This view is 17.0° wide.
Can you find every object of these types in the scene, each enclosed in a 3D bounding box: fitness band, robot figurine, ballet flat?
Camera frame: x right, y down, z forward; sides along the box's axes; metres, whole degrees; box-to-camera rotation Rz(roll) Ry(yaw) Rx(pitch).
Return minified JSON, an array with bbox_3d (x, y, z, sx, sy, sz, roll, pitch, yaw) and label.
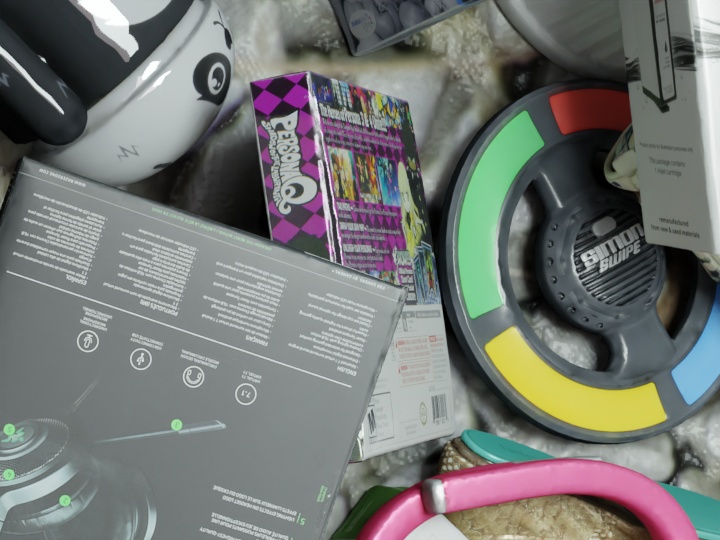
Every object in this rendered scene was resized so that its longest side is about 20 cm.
[{"bbox_3d":[0.085,0.169,1.222,0.199,0.037,0.145,-5,87,-23],"label":"fitness band"},{"bbox_3d":[-0.148,-0.133,1.163,0.200,0.125,0.150,49,66,-19],"label":"robot figurine"},{"bbox_3d":[0.124,0.140,1.303,0.199,0.071,0.066,18,105,-18],"label":"ballet flat"}]

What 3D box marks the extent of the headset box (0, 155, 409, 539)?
[{"bbox_3d":[-0.096,0.072,1.036,0.173,0.093,0.201,18,89,-9],"label":"headset box"}]

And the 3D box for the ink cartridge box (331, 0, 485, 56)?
[{"bbox_3d":[0.016,-0.224,1.211,0.043,0.198,0.201,-23,93,-27],"label":"ink cartridge box"}]

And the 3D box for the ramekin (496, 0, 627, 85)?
[{"bbox_3d":[0.167,-0.205,1.330,0.201,0.094,0.204,3,84,-24],"label":"ramekin"}]

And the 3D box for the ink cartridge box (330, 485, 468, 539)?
[{"bbox_3d":[0.053,0.216,1.256,0.200,0.059,0.104,44,70,-14],"label":"ink cartridge box"}]

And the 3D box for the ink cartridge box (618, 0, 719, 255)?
[{"bbox_3d":[0.211,-0.120,1.206,0.145,0.084,0.201,-9,98,-19],"label":"ink cartridge box"}]

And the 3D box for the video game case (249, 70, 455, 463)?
[{"bbox_3d":[0.000,0.000,1.193,0.036,0.200,0.182,-8,88,14],"label":"video game case"}]

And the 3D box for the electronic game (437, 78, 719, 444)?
[{"bbox_3d":[0.132,-0.006,1.321,0.199,0.042,0.201,3,82,-25],"label":"electronic game"}]

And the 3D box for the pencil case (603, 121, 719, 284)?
[{"bbox_3d":[0.214,-0.017,1.303,0.200,0.078,0.090,45,41,-19],"label":"pencil case"}]
